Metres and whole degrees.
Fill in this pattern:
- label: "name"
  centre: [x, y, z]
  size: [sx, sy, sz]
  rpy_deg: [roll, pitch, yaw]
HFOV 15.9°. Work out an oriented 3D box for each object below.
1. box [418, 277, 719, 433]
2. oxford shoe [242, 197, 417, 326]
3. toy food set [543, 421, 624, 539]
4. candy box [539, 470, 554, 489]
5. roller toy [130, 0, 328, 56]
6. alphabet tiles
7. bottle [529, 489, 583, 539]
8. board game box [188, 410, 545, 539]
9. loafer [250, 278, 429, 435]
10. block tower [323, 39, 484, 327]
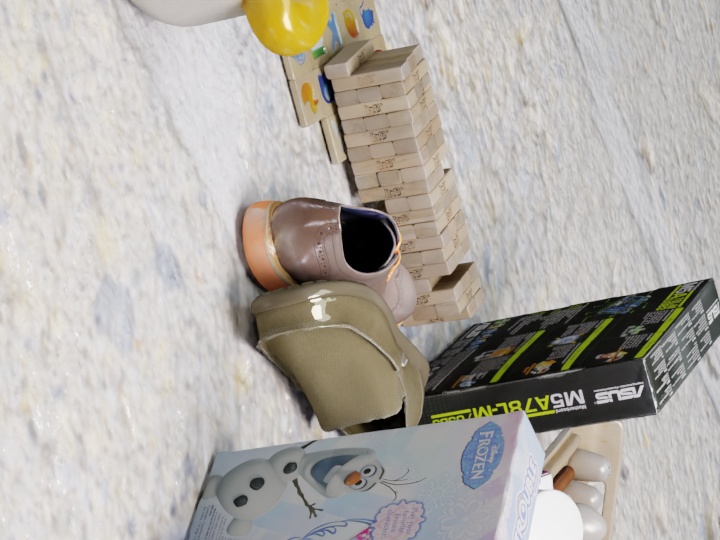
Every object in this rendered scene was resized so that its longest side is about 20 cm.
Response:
- label: "box"
  centre: [0.140, 0.066, 1.806]
  size: [0.200, 0.193, 0.048]
  rpy_deg: [-37, 116, -64]
- label: "oxford shoe"
  centre: [0.000, 0.000, 1.672]
  size: [0.200, 0.073, 0.071]
  rpy_deg: [24, 58, -62]
- label: "toy food set"
  centre: [0.155, 0.199, 1.854]
  size: [0.200, 0.060, 0.144]
  rpy_deg: [-33, 131, -69]
- label: "candy box"
  centre: [0.083, 0.232, 1.680]
  size: [0.061, 0.136, 0.200]
  rpy_deg: [-18, 97, -33]
- label: "roller toy"
  centre: [-0.074, -0.242, 1.525]
  size: [0.182, 0.140, 0.200]
  rpy_deg: [52, 37, -46]
- label: "alphabet tiles"
  centre: [-0.025, -0.179, 1.772]
  size: [0.166, 0.006, 0.200]
  rpy_deg: [-38, 115, -64]
- label: "bottle"
  centre: [0.055, 0.162, 1.577]
  size: [0.065, 0.200, 0.084]
  rpy_deg: [-26, 97, -35]
- label: "board game box"
  centre: [-0.009, 0.174, 1.431]
  size: [0.043, 0.199, 0.200]
  rpy_deg: [61, 31, -36]
- label: "loafer"
  centre: [-0.005, 0.062, 1.633]
  size: [0.200, 0.076, 0.068]
  rpy_deg: [37, 42, -56]
- label: "block tower"
  centre: [0.032, -0.058, 1.777]
  size: [0.054, 0.058, 0.200]
  rpy_deg: [-49, 127, -61]
